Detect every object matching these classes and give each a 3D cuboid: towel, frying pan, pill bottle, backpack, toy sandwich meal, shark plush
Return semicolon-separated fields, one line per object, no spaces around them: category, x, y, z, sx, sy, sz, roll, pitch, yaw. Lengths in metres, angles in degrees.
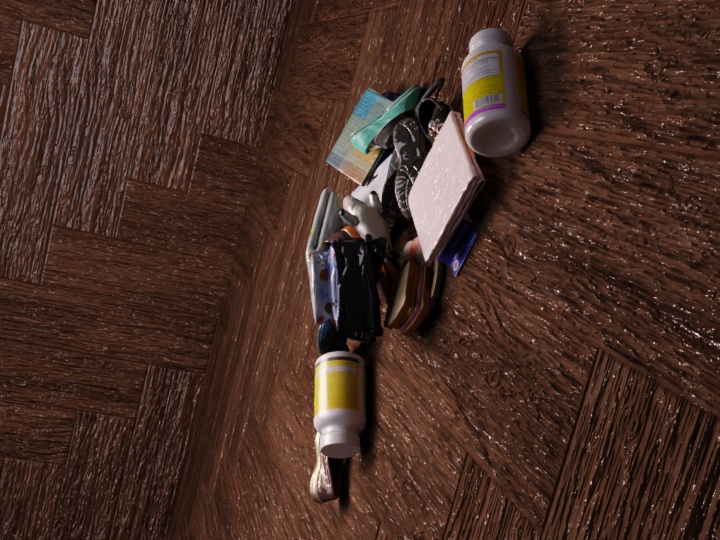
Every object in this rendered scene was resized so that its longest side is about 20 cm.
towel;0.146;-0.146;1.519;0.192;0.032;0.201;-102;30;-45
frying pan;0.111;-0.318;1.821;0.189;0.031;0.115;-37;-15;7
towel;-0.079;-0.055;1.915;0.172;0.048;0.202;78;-159;-58
towel;0.014;-0.306;1.978;0.146;0.022;0.201;38;102;40
pill bottle;0.215;-0.290;1.393;0.104;0.103;0.202;129;149;-54
backpack;-0.023;0.026;1.667;0.190;0.152;0.202;-33;-55;-82
pill bottle;-0.042;0.280;1.801;0.111;0.110;0.202;125;151;-50
toy sandwich meal;0.089;0.024;1.630;0.205;0.070;0.207;-168;90;-72
shark plush;0.035;-0.076;1.770;0.091;0.200;0.083;-44;-2;-19

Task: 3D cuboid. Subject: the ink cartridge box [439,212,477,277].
ink cartridge box;0.156;-0.087;1.561;0.201;0.037;0.095;-105;33;-51

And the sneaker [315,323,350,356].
sneaker;-0.067;0.151;1.878;0.082;0.073;0.201;56;167;35

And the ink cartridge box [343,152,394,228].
ink cartridge box;0.026;-0.137;1.906;0.199;0.040;0.201;-39;29;49

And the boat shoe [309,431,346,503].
boat shoe;-0.055;0.399;1.863;0.072;0.072;0.201;-19;44;34

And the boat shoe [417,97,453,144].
boat shoe;0.154;-0.260;1.631;0.074;0.063;0.202;-62;25;29

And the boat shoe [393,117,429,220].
boat shoe;0.112;-0.198;1.710;0.075;0.074;0.202;-6;78;25

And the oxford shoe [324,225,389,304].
oxford shoe;0.000;0.000;1.798;0.200;0.072;0.071;51;150;24

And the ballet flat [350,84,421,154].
ballet flat;0.069;-0.321;1.894;0.199;0.071;0.067;-35;-2;23

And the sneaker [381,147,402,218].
sneaker;0.091;-0.200;1.792;0.079;0.075;0.202;156;133;-81

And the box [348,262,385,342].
box;-0.001;0.046;1.928;0.159;0.046;0.202;-152;76;-71

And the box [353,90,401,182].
box;0.038;-0.309;2.045;0.137;0.039;0.202;175;106;-71
